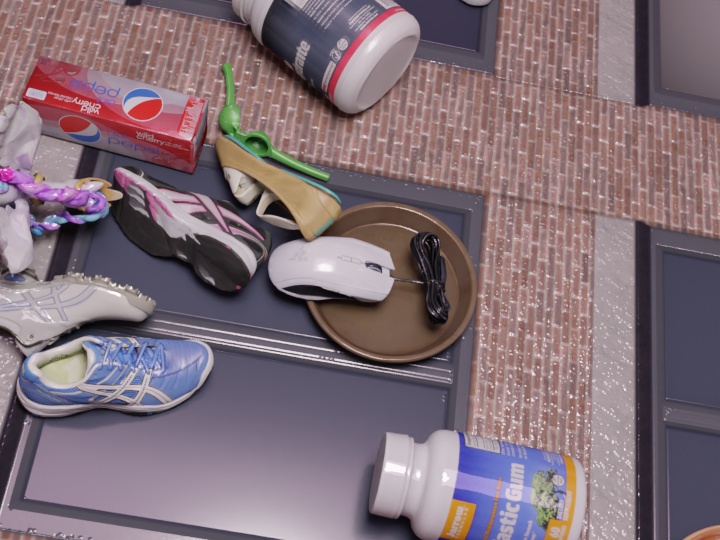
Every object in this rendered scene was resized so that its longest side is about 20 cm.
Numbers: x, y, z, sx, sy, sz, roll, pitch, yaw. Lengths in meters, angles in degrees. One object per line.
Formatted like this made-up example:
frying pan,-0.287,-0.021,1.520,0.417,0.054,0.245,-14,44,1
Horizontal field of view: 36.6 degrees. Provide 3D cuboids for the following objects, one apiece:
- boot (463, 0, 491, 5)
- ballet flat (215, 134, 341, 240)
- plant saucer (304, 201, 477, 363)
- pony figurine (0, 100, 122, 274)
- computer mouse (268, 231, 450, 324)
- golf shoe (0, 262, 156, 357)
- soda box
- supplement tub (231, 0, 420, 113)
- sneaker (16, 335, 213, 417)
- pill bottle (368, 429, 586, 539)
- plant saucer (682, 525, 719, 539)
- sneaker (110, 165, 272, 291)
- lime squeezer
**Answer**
boot,0.141,-0.457,1.447,0.073,0.096,0.200,-9,65,-14
ballet flat,-0.108,-0.093,1.212,0.200,0.069,0.063,30,80,36
plant saucer,0.032,0.015,1.225,0.200,0.029,0.200,4,63,-8
pony figurine,-0.367,-0.088,1.119,0.200,0.193,0.167,6,94,9
computer mouse,0.000,0.000,1.186,0.200,0.044,0.110,4,63,-8
golf shoe,-0.316,0.047,1.135,0.200,0.078,0.097,8,79,0
soda box,-0.278,-0.177,1.245,0.200,0.070,0.063,15,61,-2
supplement tub,-0.041,-0.298,1.309,0.200,0.140,0.140,41,64,12
sneaker,-0.246,0.104,1.103,0.200,0.077,0.076,-10,64,-16
pill bottle,0.113,0.222,1.086,0.200,0.112,0.112,12,62,-4
plant saucer,0.386,0.361,1.105,0.200,0.037,0.200,4,63,-7
sneaker,-0.186,-0.053,1.208,0.200,0.080,0.086,35,40,11
lime squeezer,-0.124,-0.165,1.293,0.200,0.038,0.071,48,34,16
